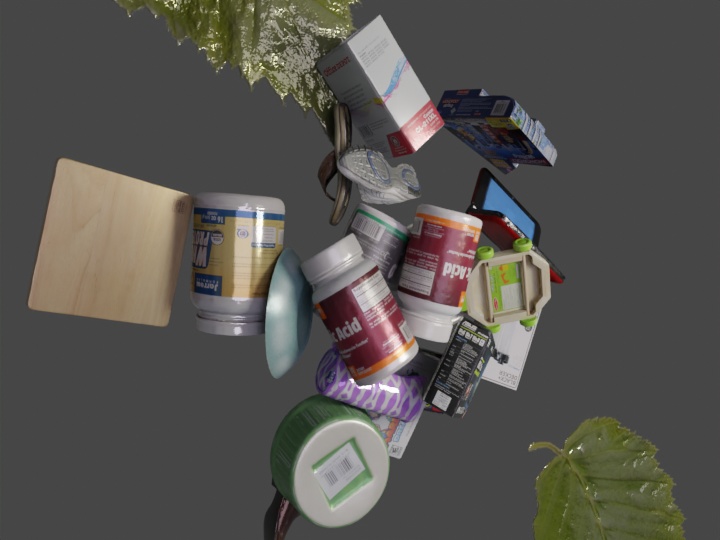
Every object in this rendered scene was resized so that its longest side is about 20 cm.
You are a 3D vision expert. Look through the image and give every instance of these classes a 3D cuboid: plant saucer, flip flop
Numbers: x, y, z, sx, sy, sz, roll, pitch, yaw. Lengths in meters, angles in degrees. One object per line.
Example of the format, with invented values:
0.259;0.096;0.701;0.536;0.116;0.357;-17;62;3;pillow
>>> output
-0.105;0.069;0.925;0.037;0.201;0.209;4;94;9;plant saucer
-0.046;-0.181;0.996;0.055;0.081;0.208;1;97;7;flip flop

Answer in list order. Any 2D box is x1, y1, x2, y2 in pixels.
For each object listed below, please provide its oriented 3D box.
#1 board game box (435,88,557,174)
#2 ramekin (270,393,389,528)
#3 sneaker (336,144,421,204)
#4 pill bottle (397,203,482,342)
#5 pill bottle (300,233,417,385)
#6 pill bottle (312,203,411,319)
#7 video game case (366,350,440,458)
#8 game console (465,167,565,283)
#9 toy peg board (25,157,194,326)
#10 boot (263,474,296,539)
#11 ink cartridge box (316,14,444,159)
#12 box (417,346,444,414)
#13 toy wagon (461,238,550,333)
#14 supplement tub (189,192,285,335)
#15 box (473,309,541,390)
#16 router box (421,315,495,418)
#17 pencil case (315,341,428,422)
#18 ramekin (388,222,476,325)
0.266;-0.251;1.077;0.197;0.198;0.063;31;85;-37;board game box
-0.046;0.317;0.963;0.193;0.097;0.208;-2;96;-23;ramekin
0.024;-0.147;0.984;0.197;0.086;0.077;16;56;-49;sneaker
0.124;0.005;0.954;0.111;0.114;0.207;11;95;-23;pill bottle
-0.004;0.058;0.882;0.112;0.114;0.204;-29;92;-17;pill bottle
0.000;0.000;1.002;0.111;0.113;0.205;26;92;-23;pill bottle
0.040;0.227;1.054;0.178;0.024;0.205;23;96;-24;video game case
0.305;-0.090;1.101;0.198;0.172;0.120;39;85;-21;game console
-0.374;-0.039;0.864;0.195;0.096;0.208;13;91;-40;toy peg board
-0.070;0.430;1.051;0.194;0.064;0.194;10;93;-29;boot
0.031;-0.297;0.972;0.082;0.145;0.202;-41;109;-15;ink cartridge box
0.086;0.198;1.105;0.194;0.035;0.114;17;89;-24;box
0.235;0.032;1.024;0.192;0.040;0.160;-11;113;3;toy wagon
-0.191;-0.013;0.905;0.140;0.144;0.208;2;94;-23;supplement tub
0.287;0.124;1.171;0.114;0.060;0.206;21;87;-23;box
0.179;0.176;1.023;0.061;0.200;0.154;24;84;19;router box
0.016;0.191;0.980;0.196;0.083;0.088;25;86;-26;pencil case
0.132;0.014;1.075;0.195;0.094;0.211;-3;96;-22;ramekin
